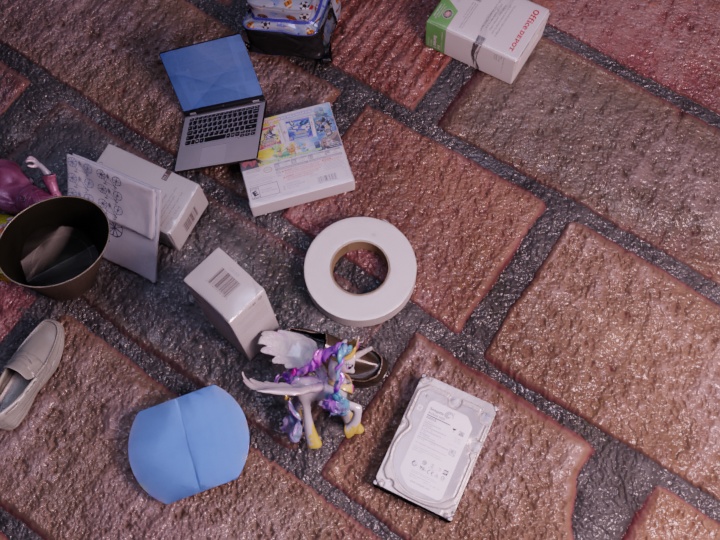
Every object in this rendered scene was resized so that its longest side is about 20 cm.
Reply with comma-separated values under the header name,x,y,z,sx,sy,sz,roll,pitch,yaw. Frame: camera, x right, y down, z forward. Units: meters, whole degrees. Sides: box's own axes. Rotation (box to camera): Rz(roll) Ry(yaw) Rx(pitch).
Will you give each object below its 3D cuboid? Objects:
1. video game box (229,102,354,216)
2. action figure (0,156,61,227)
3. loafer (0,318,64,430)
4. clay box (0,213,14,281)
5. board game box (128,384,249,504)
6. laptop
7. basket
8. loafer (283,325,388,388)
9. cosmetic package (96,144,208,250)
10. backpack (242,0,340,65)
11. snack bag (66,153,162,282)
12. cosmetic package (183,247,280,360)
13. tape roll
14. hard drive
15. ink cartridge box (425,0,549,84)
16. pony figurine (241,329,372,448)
name,x,y,z,sx,sy,sz,roll,pitch,yaw
video game box,-0.129,-0.211,1.523,0.199,0.047,0.183,-15,69,-4
action figure,-0.590,-0.118,1.437,0.200,0.149,0.134,24,72,16
loafer,-0.563,0.170,1.363,0.070,0.070,0.201,16,69,8
clay box,-0.657,-0.044,1.468,0.199,0.048,0.115,8,68,6
board game box,-0.276,0.286,1.325,0.199,0.039,0.158,-20,73,-1
laptop,-0.283,-0.304,1.497,0.187,0.116,0.201,-5,65,26
basket,-0.504,-0.024,1.360,0.180,0.200,0.136,-34,87,-20
loafer,-0.051,0.144,1.357,0.199,0.071,0.073,13,68,7
cosmetic package,-0.394,-0.133,1.472,0.199,0.081,0.113,23,72,10
backpack,-0.131,-0.525,1.606,0.199,0.154,0.191,13,58,10
snack bag,-0.433,-0.088,1.414,0.188,0.200,0.021,22,36,13
cosmetic package,-0.206,0.060,1.329,0.113,0.200,0.081,40,73,19
tape roll,0.000,0.000,1.435,0.202,0.037,0.203,-1,67,2
hard drive,0.123,0.285,1.312,0.139,0.038,0.200,24,69,11
ink cartridge box,0.250,-0.480,1.603,0.200,0.084,0.146,29,72,13
pony figurine,-0.078,0.182,1.277,0.192,0.201,0.167,3,31,4
